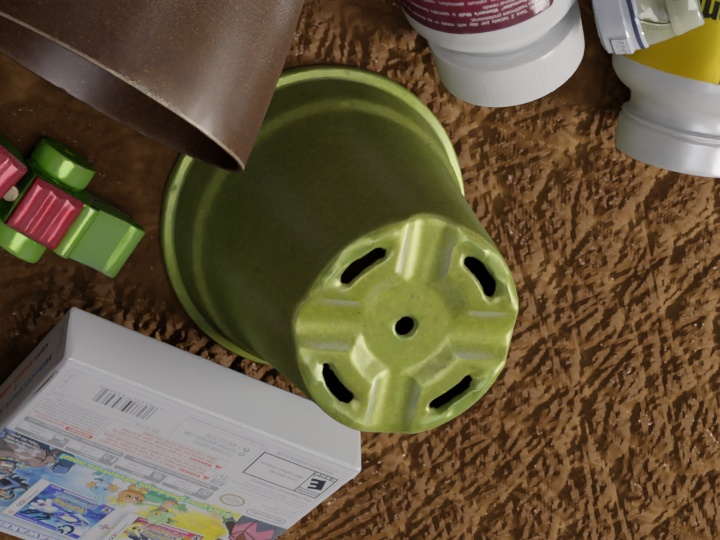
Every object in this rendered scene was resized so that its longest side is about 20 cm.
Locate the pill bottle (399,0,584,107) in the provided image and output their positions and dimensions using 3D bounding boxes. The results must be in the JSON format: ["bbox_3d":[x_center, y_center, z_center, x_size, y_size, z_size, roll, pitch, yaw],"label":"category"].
[{"bbox_3d":[0.066,-0.194,1.049,0.110,0.110,0.200,-27,136,-7],"label":"pill bottle"}]

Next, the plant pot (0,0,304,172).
[{"bbox_3d":[-0.097,-0.185,0.992,0.187,0.187,0.200,31,84,-27],"label":"plant pot"}]

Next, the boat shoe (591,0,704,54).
[{"bbox_3d":[0.155,-0.225,1.074,0.062,0.072,0.200,-10,85,12],"label":"boat shoe"}]

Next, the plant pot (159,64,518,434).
[{"bbox_3d":[0.000,0.000,1.085,0.200,0.184,0.200,-7,113,-17],"label":"plant pot"}]

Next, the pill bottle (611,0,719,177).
[{"bbox_3d":[0.218,-0.164,1.134,0.112,0.112,0.200,3,110,-21],"label":"pill bottle"}]

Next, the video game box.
[{"bbox_3d":[-0.131,0.117,1.118,0.200,0.047,0.182,24,132,-26],"label":"video game box"}]

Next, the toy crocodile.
[{"bbox_3d":[-0.209,-0.056,1.056,0.200,0.062,0.068,37,96,-29],"label":"toy crocodile"}]
